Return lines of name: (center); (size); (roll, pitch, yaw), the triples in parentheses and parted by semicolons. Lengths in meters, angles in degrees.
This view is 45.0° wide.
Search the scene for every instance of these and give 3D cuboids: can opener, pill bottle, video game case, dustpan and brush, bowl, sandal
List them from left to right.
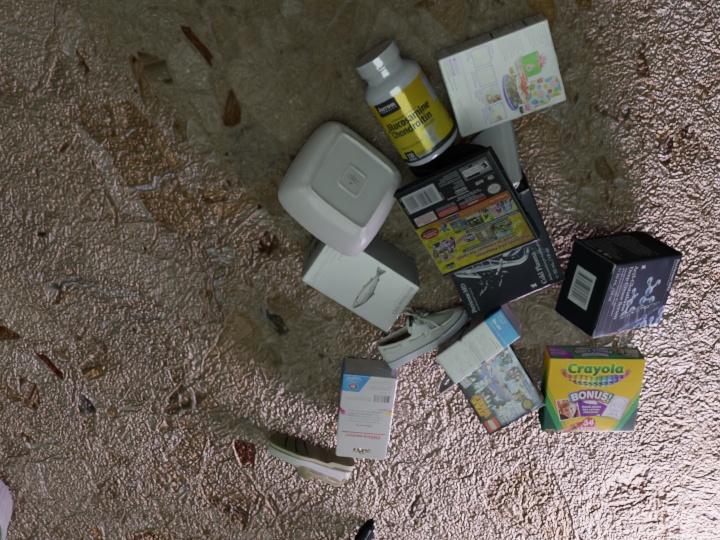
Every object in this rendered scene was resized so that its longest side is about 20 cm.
bowl: (-0.025, -0.150, 1.541); (0.199, 0.074, 0.202); (37, 70, -14)
can opener: (-0.023, 0.653, 1.991); (0.078, 0.064, 0.201); (30, 112, -14)
pill bottle: (0.076, -0.292, 1.515); (0.111, 0.113, 0.201); (-31, 112, 14)
sandal: (0.171, -0.185, 1.543); (0.048, 0.198, 0.076); (41, 75, -38)
video game case: (0.182, -0.096, 1.494); (0.197, 0.026, 0.182); (-22, 113, 33)
dustpan and brush: (0.204, -0.178, 1.583); (0.197, 0.143, 0.057); (-18, 150, 26)

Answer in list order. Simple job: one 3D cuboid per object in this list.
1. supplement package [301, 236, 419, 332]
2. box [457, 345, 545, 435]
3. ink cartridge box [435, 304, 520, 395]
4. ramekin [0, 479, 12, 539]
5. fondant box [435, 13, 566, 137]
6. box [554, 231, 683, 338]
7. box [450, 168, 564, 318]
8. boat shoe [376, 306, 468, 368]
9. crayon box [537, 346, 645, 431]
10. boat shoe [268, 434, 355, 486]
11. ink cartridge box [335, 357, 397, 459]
supplement package: (0.000, 0.000, 1.650); (0.198, 0.118, 0.118); (31, 110, -15)
box: (0.270, 0.219, 1.777); (0.135, 0.040, 0.202); (-31, 99, 14)
ink cartridge box: (0.213, 0.147, 1.685); (0.199, 0.116, 0.067); (-38, 91, 14)
ramekin: (-0.860, 0.528, 1.904); (0.195, 0.106, 0.205); (0, 116, 0)
fondant box: (0.246, -0.340, 1.523); (0.196, 0.059, 0.147); (-18, 114, 9)
box: (0.481, 0.023, 1.623); (0.196, 0.107, 0.152); (-8, 121, -34)
box: (0.251, -0.053, 1.626); (0.193, 0.125, 0.203); (-23, 114, 12)
boat shoe: (0.115, 0.112, 1.736); (0.200, 0.075, 0.087); (-31, 109, 24)
crayon box: (0.476, 0.246, 1.802); (0.195, 0.059, 0.176); (0, 116, 0)
boat shoe: (-0.113, 0.414, 1.870); (0.196, 0.075, 0.070); (21, 109, -11)
ink cartridge box: (0.010, 0.289, 1.815); (0.112, 0.068, 0.204); (6, 115, -3)
